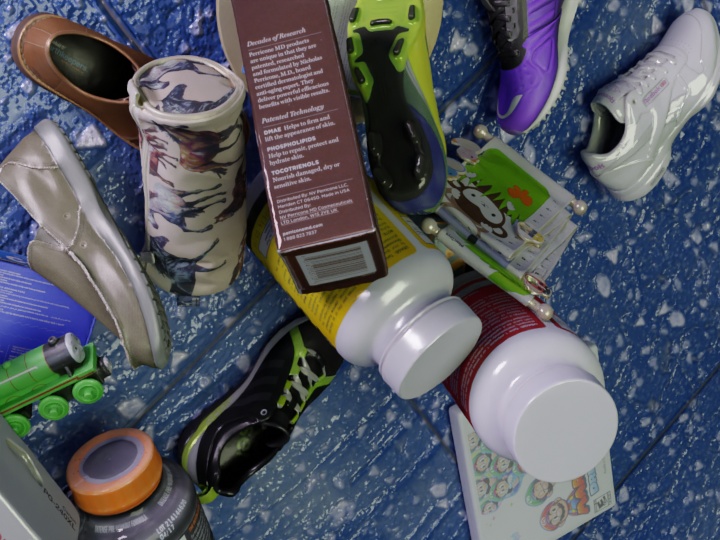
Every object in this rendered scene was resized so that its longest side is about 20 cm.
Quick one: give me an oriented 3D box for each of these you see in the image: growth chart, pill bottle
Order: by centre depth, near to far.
[{"bbox_3d":[0.000,0.000,0.892,0.112,0.200,0.113,-33,154,-19],"label":"pill bottle"},{"bbox_3d":[-0.169,0.223,0.907,0.105,0.106,0.202,-28,125,-22],"label":"pill bottle"},{"bbox_3d":[0.127,0.083,0.918,0.111,0.200,0.114,-5,111,-12],"label":"pill bottle"},{"bbox_3d":[0.120,-0.049,0.955,0.144,0.200,0.018,34,127,1],"label":"growth chart"}]

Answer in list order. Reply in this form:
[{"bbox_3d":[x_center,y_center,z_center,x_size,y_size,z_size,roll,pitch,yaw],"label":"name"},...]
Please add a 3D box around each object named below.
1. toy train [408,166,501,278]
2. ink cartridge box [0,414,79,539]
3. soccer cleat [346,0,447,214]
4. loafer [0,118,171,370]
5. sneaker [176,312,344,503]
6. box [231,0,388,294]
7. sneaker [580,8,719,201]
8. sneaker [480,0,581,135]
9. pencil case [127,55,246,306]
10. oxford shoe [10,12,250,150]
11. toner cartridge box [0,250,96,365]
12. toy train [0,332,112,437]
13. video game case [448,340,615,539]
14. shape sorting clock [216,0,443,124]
[{"bbox_3d":[0.086,0.004,1.034,0.112,0.085,0.203,-3,105,-21],"label":"toy train"},{"bbox_3d":[-0.313,0.192,0.773,0.199,0.083,0.146,-33,113,0],"label":"ink cartridge box"},{"bbox_3d":[0.031,-0.138,0.892,0.084,0.064,0.203,38,44,-65],"label":"soccer cleat"},{"bbox_3d":[-0.202,-0.010,0.823,0.069,0.075,0.202,-30,80,-8],"label":"loafer"},{"bbox_3d":[-0.068,0.120,0.967,0.200,0.083,0.072,-47,123,-12],"label":"sneaker"},{"bbox_3d":[-0.036,-0.096,0.811,0.074,0.100,0.203,-11,71,3],"label":"box"},{"bbox_3d":[0.283,-0.171,1.105,0.099,0.075,0.202,28,88,-35],"label":"sneaker"},{"bbox_3d":[0.139,-0.226,1.011,0.098,0.069,0.203,14,92,-27],"label":"sneaker"},{"bbox_3d":[-0.127,-0.065,0.832,0.089,0.078,0.201,-24,145,-25],"label":"pencil case"},{"bbox_3d":[-0.160,-0.127,0.848,0.198,0.071,0.072,21,91,-36],"label":"oxford shoe"},{"bbox_3d":[-0.295,0.027,0.824,0.198,0.043,0.096,17,94,-34],"label":"toner cartridge box"},{"bbox_3d":[-0.274,0.100,0.818,0.198,0.042,0.057,-26,127,5],"label":"toy train"},{"bbox_3d":[0.183,0.196,1.181,0.180,0.024,0.203,-23,115,-24],"label":"video game case"},{"bbox_3d":[-0.023,-0.216,0.924,0.197,0.039,0.203,-10,113,-25],"label":"shape sorting clock"}]
